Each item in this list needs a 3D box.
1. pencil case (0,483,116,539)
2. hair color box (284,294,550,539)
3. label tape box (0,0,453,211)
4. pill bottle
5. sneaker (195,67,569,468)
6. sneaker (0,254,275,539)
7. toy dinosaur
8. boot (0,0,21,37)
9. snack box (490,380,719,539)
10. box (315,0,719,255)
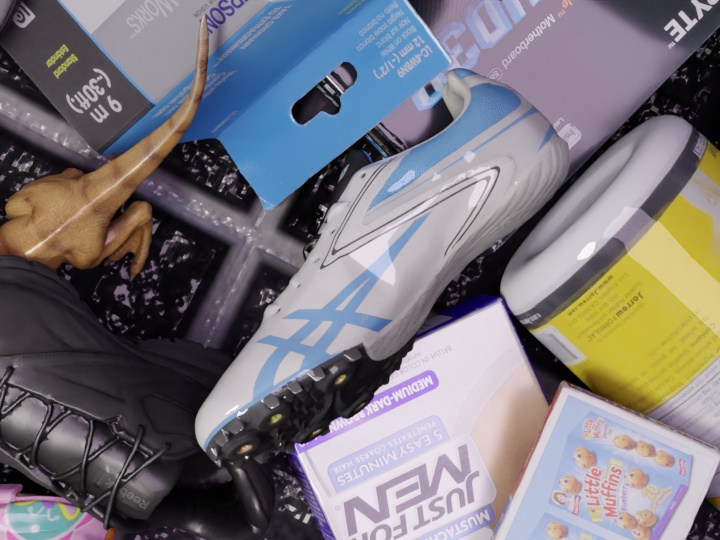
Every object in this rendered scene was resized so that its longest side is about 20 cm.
[{"bbox_3d":[-0.148,0.189,1.035,0.087,0.087,0.200,9,70,-9],"label":"pencil case"},{"bbox_3d":[0.049,0.123,1.101,0.109,0.065,0.200,-26,94,-8],"label":"hair color box"},{"bbox_3d":[-0.079,-0.116,1.043,0.200,0.143,0.066,50,48,-4],"label":"label tape box"},{"bbox_3d":[0.164,0.037,1.096,0.200,0.112,0.112,43,83,-6],"label":"pill bottle"},{"bbox_3d":[0.000,0.000,1.044,0.072,0.072,0.200,39,73,17],"label":"sneaker"},{"bbox_3d":[-0.113,0.057,1.028,0.200,0.091,0.076,19,118,-31],"label":"sneaker"},{"bbox_3d":[-0.115,-0.023,1.047,0.200,0.106,0.060,-35,87,11],"label":"toy dinosaur"},{"bbox_3d":[-0.204,-0.069,0.979,0.070,0.132,0.200,38,101,-4],"label":"boot"},{"bbox_3d":[0.075,0.151,1.052,0.072,0.024,0.200,24,94,2],"label":"snack box"},{"bbox_3d":[0.069,-0.131,1.118,0.200,0.046,0.159,-44,95,-8],"label":"box"}]
